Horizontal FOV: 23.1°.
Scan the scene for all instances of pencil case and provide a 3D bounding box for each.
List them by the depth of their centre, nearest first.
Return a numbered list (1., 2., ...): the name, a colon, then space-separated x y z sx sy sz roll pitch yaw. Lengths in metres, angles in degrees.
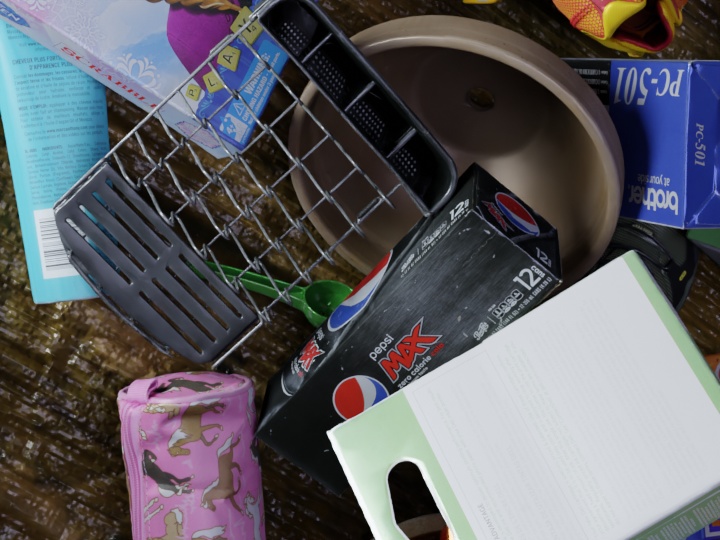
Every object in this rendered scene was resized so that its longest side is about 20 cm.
1. pencil case: -0.099 0.158 1.049 0.082 0.087 0.202 0 98 10

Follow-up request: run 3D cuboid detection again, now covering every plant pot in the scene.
1. plant pot: 0.063 -0.081 1.057 0.201 0.200 0.093 45 40 -21

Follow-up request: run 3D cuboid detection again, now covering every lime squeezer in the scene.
1. lime squeezer: 0.000 0.000 1.062 0.199 0.038 0.071 -11 112 15

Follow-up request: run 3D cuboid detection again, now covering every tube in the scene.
1. tube: -0.174 -0.083 1.006 0.077 0.050 0.202 -8 95 -30

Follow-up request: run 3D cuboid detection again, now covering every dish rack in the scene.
1. dish rack: -0.064 -0.042 0.978 0.200 0.055 0.153 -42 112 3

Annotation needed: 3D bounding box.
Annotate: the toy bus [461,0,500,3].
1. toy bus: 0.140 -0.238 1.101 0.199 0.078 0.065 -30 107 -17

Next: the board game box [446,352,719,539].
1. board game box: 0.172 0.185 1.019 0.200 0.199 0.201 51 33 -57

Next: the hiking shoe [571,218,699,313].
1. hiking shoe: 0.167 0.023 1.125 0.075 0.101 0.201 21 88 9

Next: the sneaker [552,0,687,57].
1. sneaker: 0.165 -0.162 1.081 0.073 0.200 0.077 -41 79 25

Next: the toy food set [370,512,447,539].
1. toy food set: 0.051 0.258 1.143 0.197 0.049 0.201 -18 104 -20

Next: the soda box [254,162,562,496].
1. soda box: 0.026 0.036 1.020 0.071 0.063 0.200 37 115 -14

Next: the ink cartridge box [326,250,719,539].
1. ink cartridge box: 0.100 0.099 0.944 0.199 0.146 0.048 -32 147 7

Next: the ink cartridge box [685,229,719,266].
1. ink cartridge box: 0.308 -0.081 1.160 0.146 0.084 0.201 27 86 -56

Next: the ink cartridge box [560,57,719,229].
1. ink cartridge box: 0.163 -0.081 1.064 0.044 0.200 0.095 -2 98 -21

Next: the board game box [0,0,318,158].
1. board game box: -0.110 -0.201 1.002 0.199 0.041 0.201 31 74 -24
